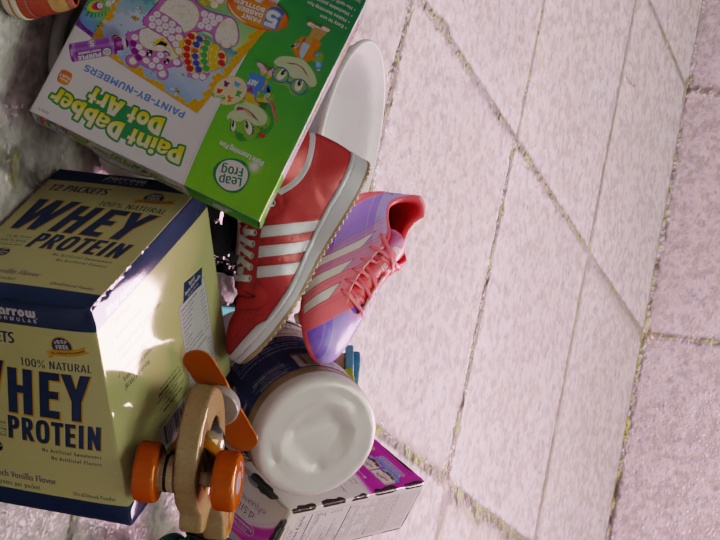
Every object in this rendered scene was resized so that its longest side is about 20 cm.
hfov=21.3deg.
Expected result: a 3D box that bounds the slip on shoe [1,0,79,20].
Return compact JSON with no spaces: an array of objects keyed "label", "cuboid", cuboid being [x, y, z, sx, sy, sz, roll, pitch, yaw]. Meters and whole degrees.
[{"label":"slip on shoe","cuboid":[-0.216,-0.269,1.507,0.074,0.061,0.200,73,30,-43]}]

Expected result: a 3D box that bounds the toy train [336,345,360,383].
[{"label":"toy train","cuboid":[-0.056,0.117,1.880,0.200,0.116,0.085,-97,-172,-78]}]

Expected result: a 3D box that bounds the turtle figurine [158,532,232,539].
[{"label":"turtle figurine","cuboid":[-0.143,0.279,1.711,0.150,0.200,0.101,46,68,-40]}]

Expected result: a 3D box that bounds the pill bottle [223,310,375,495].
[{"label":"pill bottle","cuboid":[-0.073,0.106,1.670,0.200,0.111,0.111,-138,-139,-60]}]

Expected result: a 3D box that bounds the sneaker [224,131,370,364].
[{"label":"sneaker","cuboid":[-0.086,-0.031,1.575,0.200,0.112,0.071,-61,-163,-7]}]

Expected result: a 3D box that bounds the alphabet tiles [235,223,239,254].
[{"label":"alphabet tiles","cuboid":[-0.065,-0.117,1.811,0.167,0.008,0.200,-5,100,-60]}]

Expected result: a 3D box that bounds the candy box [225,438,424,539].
[{"label":"candy box","cuboid":[-0.056,0.189,1.749,0.200,0.136,0.061,-2,124,-52]}]

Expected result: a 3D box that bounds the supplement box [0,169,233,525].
[{"label":"supplement box","cuboid":[-0.210,0.056,1.516,0.200,0.134,0.200,-55,146,-52]}]

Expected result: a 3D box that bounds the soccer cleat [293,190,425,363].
[{"label":"soccer cleat","cuboid":[0.000,0.000,1.639,0.067,0.076,0.200,64,30,-32]}]

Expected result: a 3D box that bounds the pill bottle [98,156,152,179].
[{"label":"pill bottle","cuboid":[-0.161,-0.132,1.621,0.109,0.109,0.200,29,70,-67]}]

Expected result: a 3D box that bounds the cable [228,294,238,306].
[{"label":"cable","cuboid":[-0.065,0.016,1.846,0.050,0.200,0.097,45,53,-15]}]

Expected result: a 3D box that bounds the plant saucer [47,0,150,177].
[{"label":"plant saucer","cuboid":[-0.150,-0.169,1.546,0.050,0.200,0.200,87,13,-82]}]

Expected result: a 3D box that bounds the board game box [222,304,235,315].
[{"label":"board game box","cuboid":[-0.171,0.102,1.753,0.200,0.047,0.151,11,86,-69]}]

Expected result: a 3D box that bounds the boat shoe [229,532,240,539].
[{"label":"boat shoe","cuboid":[-0.106,0.267,1.858,0.200,0.074,0.065,-39,165,-2]}]

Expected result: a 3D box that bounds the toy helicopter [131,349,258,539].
[{"label":"toy helicopter","cuboid":[-0.121,0.152,1.524,0.200,0.079,0.132,85,12,-60]}]

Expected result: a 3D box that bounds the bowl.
[{"label":"bowl","cuboid":[-0.049,-0.117,1.717,0.201,0.090,0.201,13,90,-76]}]

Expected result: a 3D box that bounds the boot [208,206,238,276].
[{"label":"boot","cuboid":[-0.119,-0.075,1.798,0.198,0.073,0.163,20,76,-61]}]

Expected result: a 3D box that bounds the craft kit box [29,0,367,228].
[{"label":"craft kit box","cuboid":[-0.125,-0.164,1.495,0.049,0.200,0.198,112,3,-84]}]
